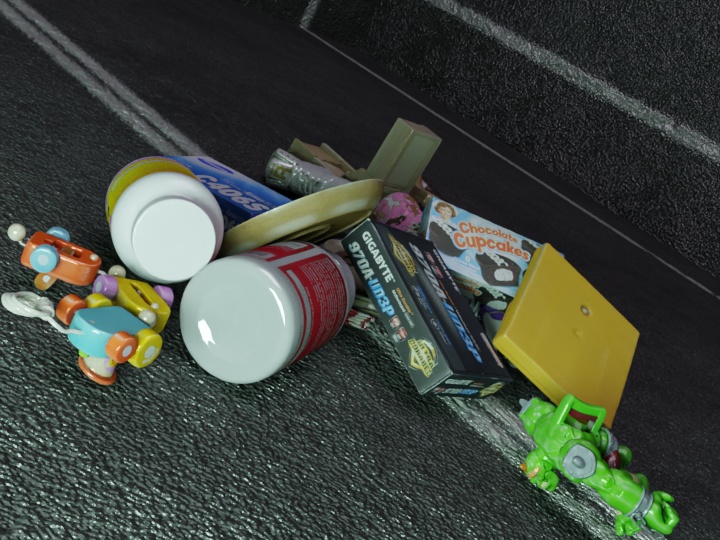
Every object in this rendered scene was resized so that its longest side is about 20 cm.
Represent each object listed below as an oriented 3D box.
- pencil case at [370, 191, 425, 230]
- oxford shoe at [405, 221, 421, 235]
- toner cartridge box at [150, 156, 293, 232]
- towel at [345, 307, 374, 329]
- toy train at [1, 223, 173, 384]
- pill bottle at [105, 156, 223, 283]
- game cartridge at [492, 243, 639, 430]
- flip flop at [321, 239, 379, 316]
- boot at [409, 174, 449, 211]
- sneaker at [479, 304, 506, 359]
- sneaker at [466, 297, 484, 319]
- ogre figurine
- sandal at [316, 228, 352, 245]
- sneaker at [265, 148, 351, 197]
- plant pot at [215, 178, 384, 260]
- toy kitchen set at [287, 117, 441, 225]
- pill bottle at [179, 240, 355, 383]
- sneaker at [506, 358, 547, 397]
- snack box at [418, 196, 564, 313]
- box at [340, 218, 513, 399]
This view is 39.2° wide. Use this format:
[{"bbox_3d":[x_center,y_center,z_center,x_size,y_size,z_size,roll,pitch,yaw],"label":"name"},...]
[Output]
[{"bbox_3d":[0.095,-0.042,1.508,0.200,0.086,0.083,47,-6,48],"label":"pencil case"},{"bbox_3d":[0.069,-0.030,1.335,0.075,0.058,0.200,18,32,41],"label":"oxford shoe"},{"bbox_3d":[-0.163,-0.086,1.216,0.200,0.043,0.095,28,23,36],"label":"toner cartridge box"},{"bbox_3d":[-0.083,0.002,1.199,0.199,0.023,0.144,25,15,-16],"label":"towel"},{"bbox_3d":[-0.232,0.030,0.827,0.150,0.056,0.200,22,14,-16],"label":"toy train"},{"bbox_3d":[-0.189,-0.048,0.970,0.104,0.105,0.200,22,5,-20],"label":"pill bottle"},{"bbox_3d":[0.254,0.083,1.231,0.176,0.032,0.200,43,43,-7],"label":"game cartridge"},{"bbox_3d":[0.000,0.000,1.197,0.081,0.058,0.200,24,17,-21],"label":"flip flop"},{"bbox_3d":[0.132,-0.089,1.737,0.166,0.072,0.200,44,4,-25],"label":"boot"},{"bbox_3d":[0.242,0.074,1.362,0.199,0.081,0.084,14,38,-39],"label":"sneaker"},{"bbox_3d":[0.157,0.041,1.370,0.199,0.070,0.109,16,14,-15],"label":"sneaker"},{"bbox_3d":[0.225,0.185,1.013,0.120,0.098,0.200,34,25,-20],"label":"ogre figurine"},{"bbox_3d":[-0.099,-0.049,1.298,0.199,0.045,0.075,7,10,-17],"label":"sandal"},{"bbox_3d":[-0.084,-0.124,1.497,0.115,0.074,0.200,18,10,-25],"label":"sneaker"},{"bbox_3d":[-0.064,-0.045,1.052,0.200,0.199,0.028,-14,82,-66],"label":"plant pot"},{"bbox_3d":[0.025,-0.187,1.646,0.163,0.181,0.200,8,30,-52],"label":"toy kitchen set"},{"bbox_3d":[-0.077,0.031,0.957,0.112,0.113,0.200,32,17,13],"label":"pill bottle"},{"bbox_3d":[0.287,0.144,1.299,0.199,0.076,0.116,6,34,-34],"label":"sneaker"},{"bbox_3d":[0.168,-0.009,1.305,0.199,0.037,0.116,22,45,-10],"label":"snack box"},{"bbox_3d":[0.074,0.046,1.120,0.159,0.046,0.200,16,41,-57],"label":"box"}]
